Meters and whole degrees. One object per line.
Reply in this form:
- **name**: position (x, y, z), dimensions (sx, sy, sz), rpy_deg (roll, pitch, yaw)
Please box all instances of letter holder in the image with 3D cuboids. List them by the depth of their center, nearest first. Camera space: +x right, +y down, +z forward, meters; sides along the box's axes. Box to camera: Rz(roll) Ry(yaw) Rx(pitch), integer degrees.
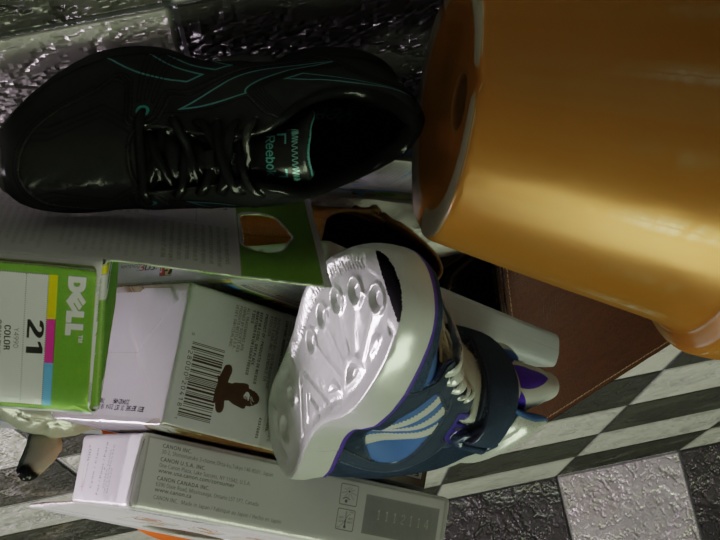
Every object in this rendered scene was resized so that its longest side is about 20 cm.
- **letter holder**: position (0.129, 0.001, 0.982), dimensions (0.199, 0.143, 0.100), rpy_deg (-25, -152, -39)

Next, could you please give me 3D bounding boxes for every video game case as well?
- **video game case**: position (-0.014, 0.024, 0.842), dimensions (0.181, 0.023, 0.199), rpy_deg (-3, 162, 45)

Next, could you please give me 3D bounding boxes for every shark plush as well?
- **shark plush**: position (-0.197, 0.061, 1.023), dimensions (0.091, 0.083, 0.200), rpy_deg (-51, 172, 34)

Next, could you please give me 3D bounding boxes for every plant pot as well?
- **plant pot**: position (0.125, -0.065, 0.659), dimensions (0.182, 0.202, 0.200), rpy_deg (8, 161, -10)

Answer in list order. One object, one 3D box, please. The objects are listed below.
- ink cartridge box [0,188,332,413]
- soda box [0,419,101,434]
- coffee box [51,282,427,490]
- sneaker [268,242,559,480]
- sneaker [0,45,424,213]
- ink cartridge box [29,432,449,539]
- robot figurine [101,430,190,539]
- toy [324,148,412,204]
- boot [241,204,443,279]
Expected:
- **ink cartridge box**: position (-0.121, 0.008, 0.697), dimensions (0.198, 0.076, 0.148), rpy_deg (5, -162, -8)
- **soda box**: position (-0.213, 0.085, 1.115), dimensions (0.063, 0.069, 0.200), rpy_deg (-19, 163, 26)
- **coffee box**: position (-0.061, 0.071, 0.846), dimensions (0.199, 0.080, 0.114), rpy_deg (21, 165, -41)
- **sneaker**: position (0.044, 0.044, 0.730), dimensions (0.145, 0.081, 0.200), rpy_deg (-5, 152, -23)
- **sneaker**: position (-0.065, -0.064, 0.655), dimensions (0.199, 0.076, 0.079), rpy_deg (-13, -158, -16)
- **ink cartridge box**: position (-0.077, 0.139, 0.866), dimensions (0.199, 0.045, 0.176), rpy_deg (17, 164, -28)
- **robot figurine**: position (-0.104, 0.135, 1.015), dimensions (0.199, 0.144, 0.117), rpy_deg (-10, -151, 49)
- **toy**: position (0.017, -0.065, 0.791), dimensions (0.199, 0.048, 0.115), rpy_deg (1, 175, -19)
- **boot**: position (0.000, -0.001, 0.902), dimensions (0.143, 0.071, 0.201), rpy_deg (5, 172, 43)
